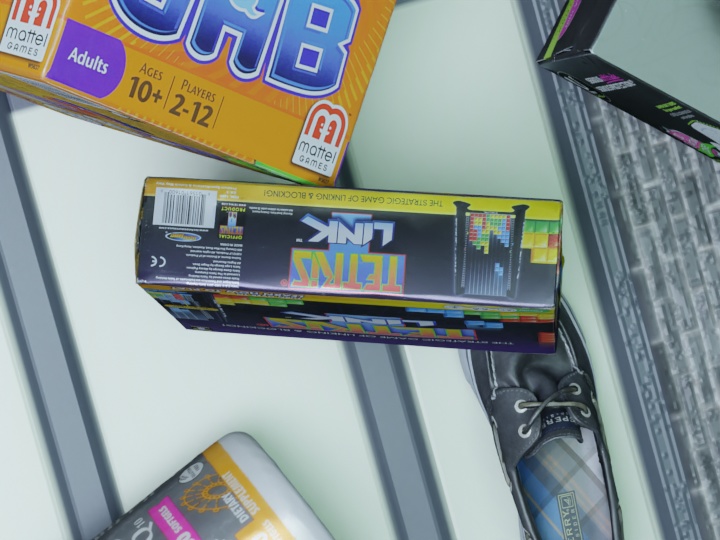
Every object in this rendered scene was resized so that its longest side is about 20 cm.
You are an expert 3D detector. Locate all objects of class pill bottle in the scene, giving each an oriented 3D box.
[{"bbox_3d":[-0.103,0.184,1.324,0.200,0.116,0.117,-39,97,-6],"label":"pill bottle"}]

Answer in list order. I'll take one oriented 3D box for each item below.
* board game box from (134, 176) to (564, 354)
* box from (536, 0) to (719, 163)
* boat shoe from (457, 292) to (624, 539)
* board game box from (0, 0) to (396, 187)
[{"bbox_3d":[0.000,0.000,1.287,0.199,0.165,0.057,4,80,6],"label":"board game box"},{"bbox_3d":[0.220,-0.129,1.361,0.199,0.124,0.149,27,87,-10],"label":"box"},{"bbox_3d":[0.099,0.090,1.377,0.070,0.066,0.201,-11,93,-8],"label":"boat shoe"},{"bbox_3d":[-0.113,-0.174,1.230,0.200,0.199,0.201,19,88,-50],"label":"board game box"}]
